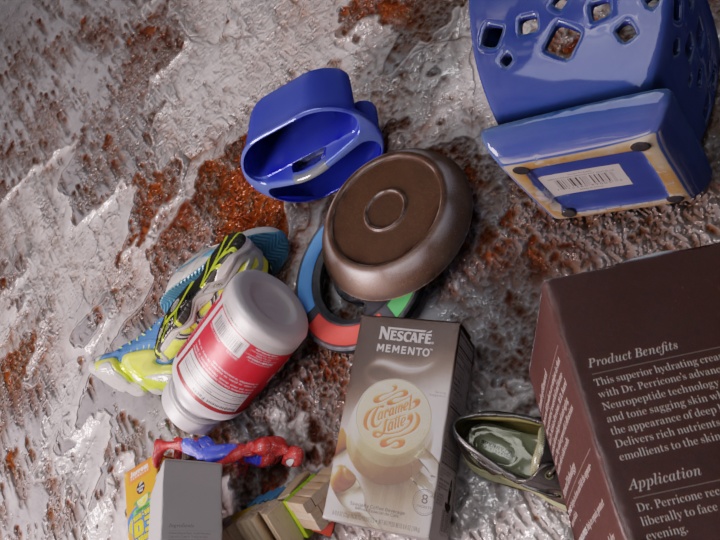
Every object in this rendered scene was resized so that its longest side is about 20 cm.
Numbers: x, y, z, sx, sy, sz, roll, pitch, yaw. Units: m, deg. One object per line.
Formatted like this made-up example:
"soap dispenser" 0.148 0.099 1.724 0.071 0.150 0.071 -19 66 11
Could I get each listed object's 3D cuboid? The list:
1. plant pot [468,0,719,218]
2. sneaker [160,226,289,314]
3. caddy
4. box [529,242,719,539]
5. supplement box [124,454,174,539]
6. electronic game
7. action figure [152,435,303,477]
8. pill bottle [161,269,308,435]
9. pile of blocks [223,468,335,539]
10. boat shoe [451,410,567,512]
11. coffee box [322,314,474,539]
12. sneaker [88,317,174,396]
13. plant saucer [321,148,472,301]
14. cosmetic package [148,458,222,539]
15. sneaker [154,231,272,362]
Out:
"plant pot" 0.224 -0.164 0.717 0.196 0.199 0.185 -6 70 34
"sneaker" -0.186 -0.009 1.038 0.196 0.077 0.081 -27 28 13
"caddy" -0.061 -0.161 0.973 0.196 0.141 0.107 -22 51 28
"box" 0.230 0.116 0.554 0.161 0.166 0.204 -11 57 2
"supplement box" -0.238 0.331 0.915 0.066 0.068 0.203 -33 50 19
"electronic game" 0.000 0.000 0.910 0.196 0.041 0.205 -18 58 30
"action figure" -0.153 0.220 0.901 0.195 0.065 0.053 -9 74 25
"pill bottle" -0.159 0.106 0.923 0.201 0.111 0.114 -49 46 26
"pile of blocks" -0.080 0.277 0.834 0.198 0.082 0.063 -30 95 35
"boat shoe" 0.168 0.169 0.675 0.197 0.066 0.073 6 68 39
"coffee box" 0.042 0.156 0.759 0.111 0.080 0.205 3 69 22
"sneaker" -0.294 0.118 1.072 0.195 0.076 0.107 2 57 31
"plant saucer" 0.034 -0.064 0.879 0.196 0.032 0.205 -16 55 23
"cosmetic package" -0.190 0.319 0.813 0.102 0.072 0.204 123 150 -48
"sneaker" -0.191 0.049 0.973 0.200 0.076 0.076 -47 26 13
